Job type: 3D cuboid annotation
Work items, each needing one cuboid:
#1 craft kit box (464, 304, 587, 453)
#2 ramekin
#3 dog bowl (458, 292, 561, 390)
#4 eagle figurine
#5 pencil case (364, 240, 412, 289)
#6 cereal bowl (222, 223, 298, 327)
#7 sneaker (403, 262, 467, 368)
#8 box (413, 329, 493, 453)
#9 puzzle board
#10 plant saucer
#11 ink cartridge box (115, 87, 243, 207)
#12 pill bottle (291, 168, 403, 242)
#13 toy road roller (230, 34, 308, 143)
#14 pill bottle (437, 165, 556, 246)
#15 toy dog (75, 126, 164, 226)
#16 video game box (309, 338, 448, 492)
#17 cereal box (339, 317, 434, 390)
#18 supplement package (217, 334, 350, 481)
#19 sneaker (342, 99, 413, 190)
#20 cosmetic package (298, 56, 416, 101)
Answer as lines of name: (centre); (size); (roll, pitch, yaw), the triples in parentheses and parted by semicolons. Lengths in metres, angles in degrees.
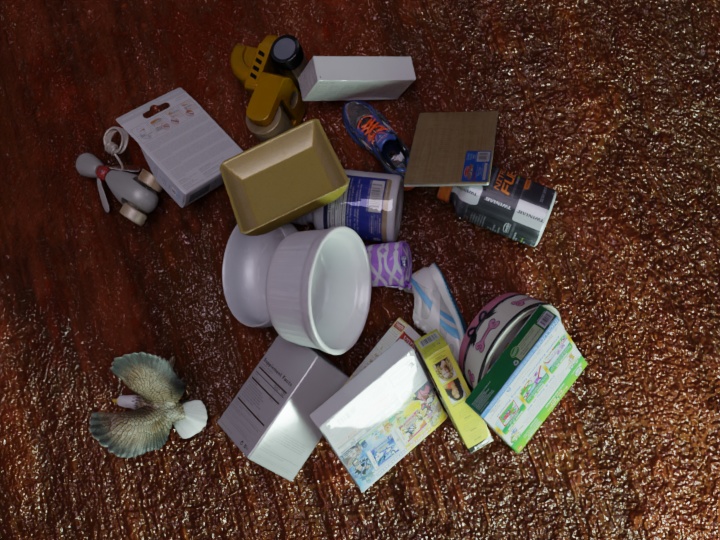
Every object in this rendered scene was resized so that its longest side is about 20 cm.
craft kit box: (0.279, 0.184, 1.364); (0.201, 0.198, 0.048); (-50, 47, -5)
ramekin: (-0.068, 0.029, 1.336); (0.096, 0.199, 0.206); (3, 81, 30)
dog bowl: (0.245, 0.128, 1.381); (0.201, 0.200, 0.073); (-50, 50, -4)
eagle figurine: (-0.364, 0.229, 1.407); (0.148, 0.200, 0.154); (-26, 80, 0)
pencil case: (0.000, 0.000, 1.454); (0.195, 0.084, 0.088); (-6, 90, 19)
cereal bowl: (-0.157, 0.000, 1.458); (0.197, 0.082, 0.206); (-4, 84, 45)
sneaker: (0.140, 0.094, 1.453); (0.079, 0.076, 0.204); (-25, 74, 9)
box: (0.156, 0.203, 1.384); (0.049, 0.075, 0.203); (-28, 110, -2)
puzzle board: (0.163, -0.215, 1.459); (0.147, 0.018, 0.203); (1, 47, 15)
plant saucer: (-0.129, -0.150, 1.412); (0.196, 0.049, 0.202); (-25, 46, -1)
ink cartridge box: (-0.328, -0.229, 1.514); (0.200, 0.048, 0.159); (45, 53, 11)
pill bottle: (-0.026, -0.119, 1.470); (0.195, 0.120, 0.123); (7, 82, 10)
toy road roller: (-0.177, -0.334, 1.521); (0.143, 0.123, 0.204); (15, 78, 19)
pill bottle: (0.236, -0.126, 1.456); (0.196, 0.106, 0.108); (22, 84, 8)
toy dog: (-0.436, -0.157, 1.542); (0.131, 0.096, 0.201); (-39, 65, 1)
video game box: (0.035, 0.242, 1.369); (0.199, 0.184, 0.047); (-38, 35, -12)
cereal box: (0.050, 0.200, 1.413); (0.201, 0.144, 0.039); (-50, 37, -3)
supplement package: (-0.124, 0.227, 1.407); (0.202, 0.121, 0.119); (-54, 42, -4)
sneaker: (0.040, -0.240, 1.504); (0.075, 0.078, 0.200); (-42, 80, -3)
cosmetic package: (-0.006, -0.346, 1.480); (0.196, 0.082, 0.052); (-7, 80, -27)
